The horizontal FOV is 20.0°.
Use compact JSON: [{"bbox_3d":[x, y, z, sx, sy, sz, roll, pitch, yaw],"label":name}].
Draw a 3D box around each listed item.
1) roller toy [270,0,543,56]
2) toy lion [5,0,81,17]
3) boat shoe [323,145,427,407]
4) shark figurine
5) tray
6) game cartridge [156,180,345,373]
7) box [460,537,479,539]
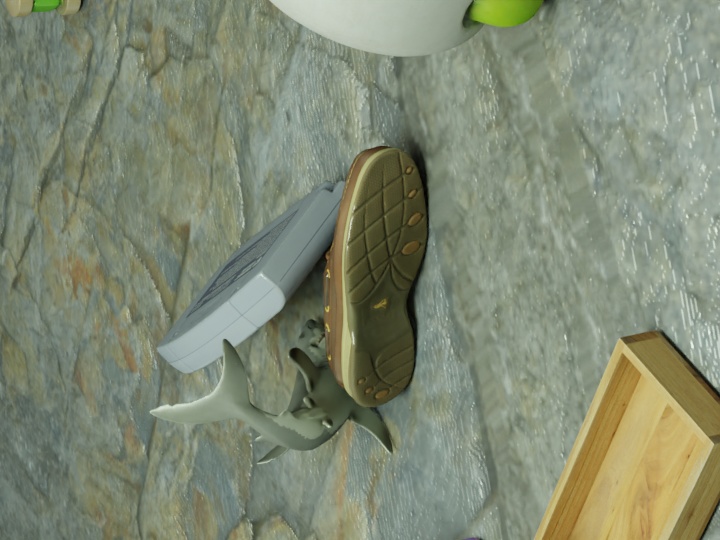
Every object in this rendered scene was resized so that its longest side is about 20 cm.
[{"bbox_3d":[0.018,-0.242,1.305,0.183,0.200,0.140,62,143,36],"label":"roller toy"},{"bbox_3d":[-0.328,-0.351,1.944,0.192,0.069,0.201,28,122,59],"label":"toy lion"},{"bbox_3d":[0.000,0.000,1.504,0.068,0.072,0.201,32,127,47],"label":"boat shoe"},{"bbox_3d":[-0.060,0.115,1.531,0.089,0.214,0.128,-39,81,24],"label":"shark figurine"},{"bbox_3d":[0.174,0.147,1.306,0.099,0.037,0.200,51,138,37],"label":"tray"},{"bbox_3d":[-0.085,0.011,1.593,0.041,0.133,0.200,45,147,-7],"label":"game cartridge"},{"bbox_3d":[0.086,0.320,1.432,0.176,0.096,0.201,31,124,51],"label":"box"}]
